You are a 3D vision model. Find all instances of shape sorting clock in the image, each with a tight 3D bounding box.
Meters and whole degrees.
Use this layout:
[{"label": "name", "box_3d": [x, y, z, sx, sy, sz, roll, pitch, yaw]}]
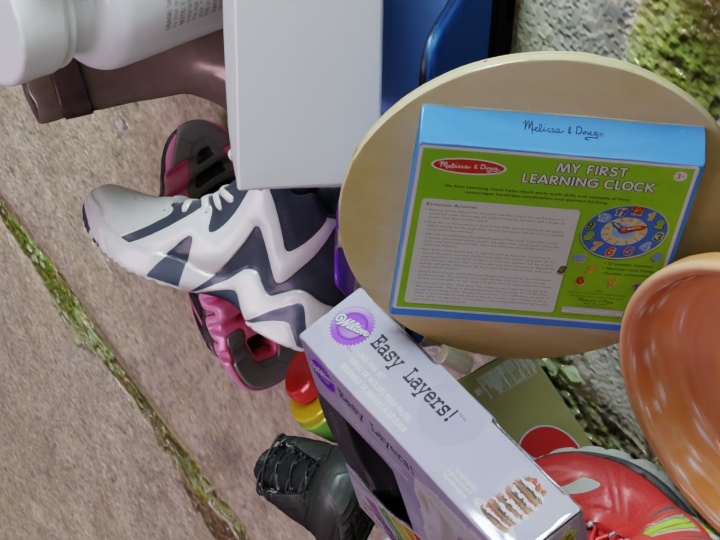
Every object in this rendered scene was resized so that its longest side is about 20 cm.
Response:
[{"label": "shape sorting clock", "box_3d": [0.088, -0.029, 0.904, 0.201, 0.199, 0.039, 104, 170, -47]}]

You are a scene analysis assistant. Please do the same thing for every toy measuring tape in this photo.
[{"label": "toy measuring tape", "box_3d": [0.004, 0.080, 1.192, 0.200, 0.073, 0.074, -1, 111, 60]}]

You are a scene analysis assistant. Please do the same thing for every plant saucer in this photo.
[{"label": "plant saucer", "box_3d": [0.212, 0.073, 0.884, 0.200, 0.037, 0.201, 37, 148, 28]}]

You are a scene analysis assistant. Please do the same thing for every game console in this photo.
[{"label": "game console", "box_3d": [0.020, -0.094, 1.000, 0.171, 0.118, 0.201, 38, 140, 36]}]

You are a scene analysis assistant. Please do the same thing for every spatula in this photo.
[{"label": "spatula", "box_3d": [0.000, -0.024, 1.039, 0.200, 0.020, 0.057, 129, 143, -79]}]

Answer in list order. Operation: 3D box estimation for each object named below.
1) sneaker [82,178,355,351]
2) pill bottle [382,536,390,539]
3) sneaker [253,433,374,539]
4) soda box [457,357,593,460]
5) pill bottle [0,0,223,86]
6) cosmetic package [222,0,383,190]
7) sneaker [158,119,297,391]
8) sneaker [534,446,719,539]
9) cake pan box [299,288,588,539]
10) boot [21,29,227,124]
[{"label": "sneaker", "box_3d": [-0.081, -0.045, 1.179, 0.198, 0.079, 0.130, 28, 109, 24]}, {"label": "pill bottle", "box_3d": [0.079, 0.254, 1.174, 0.201, 0.109, 0.109, 57, 149, 12]}, {"label": "sneaker", "box_3d": [-0.029, 0.146, 1.212, 0.090, 0.076, 0.200, 27, 169, 2]}, {"label": "soda box", "box_3d": [0.117, 0.149, 1.083, 0.201, 0.064, 0.068, 58, 148, 12]}, {"label": "pill bottle", "box_3d": [-0.141, -0.185, 1.097, 0.114, 0.199, 0.115, 36, 139, 38]}, {"label": "cosmetic package", "box_3d": [-0.034, -0.155, 0.983, 0.108, 0.084, 0.201, -105, 13, -61]}, {"label": "sneaker", "box_3d": [-0.106, -0.013, 1.309, 0.095, 0.079, 0.201, 25, 132, 62]}, {"label": "sneaker", "box_3d": [0.150, 0.153, 0.966, 0.199, 0.085, 0.077, 28, 103, 36]}, {"label": "cake pan box", "box_3d": [0.052, 0.126, 0.993, 0.200, 0.052, 0.185, 45, 161, 35]}, {"label": "boot", "box_3d": [-0.147, -0.135, 1.191, 0.200, 0.146, 0.070, 56, 163, 22]}]
